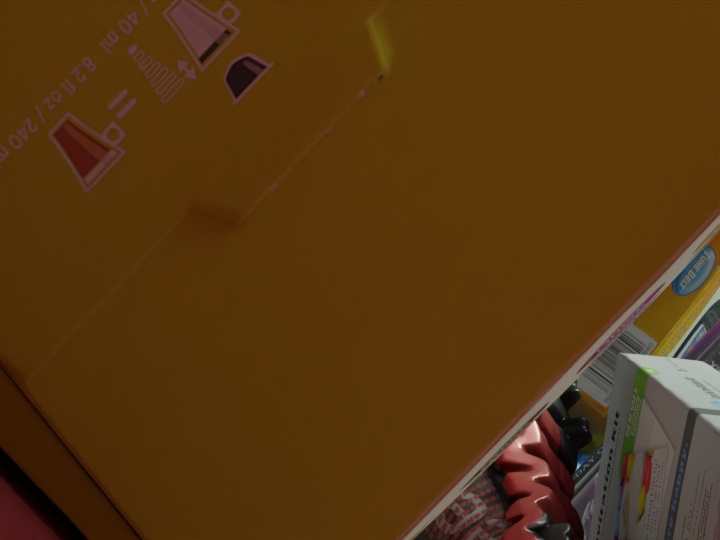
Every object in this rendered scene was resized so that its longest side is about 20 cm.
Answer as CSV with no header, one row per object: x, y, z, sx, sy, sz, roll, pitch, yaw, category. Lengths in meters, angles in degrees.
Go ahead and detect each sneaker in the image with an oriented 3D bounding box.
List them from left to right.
0.038,0.100,0.760,0.201,0.097,0.071,-96,159,-49,sneaker

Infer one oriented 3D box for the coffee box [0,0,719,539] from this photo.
-0.017,-0.039,0.561,0.200,0.200,0.198,45,2,6,coffee box

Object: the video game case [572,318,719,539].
0.164,0.120,0.961,0.143,0.200,0.019,44,2,-14,video game case

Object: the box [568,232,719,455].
0.145,0.050,1.055,0.041,0.119,0.200,35,-14,21,box

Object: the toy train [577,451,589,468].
0.078,0.119,1.028,0.200,0.087,0.114,42,-7,-5,toy train

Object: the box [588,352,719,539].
0.114,0.120,0.753,0.041,0.158,0.200,8,6,-3,box
